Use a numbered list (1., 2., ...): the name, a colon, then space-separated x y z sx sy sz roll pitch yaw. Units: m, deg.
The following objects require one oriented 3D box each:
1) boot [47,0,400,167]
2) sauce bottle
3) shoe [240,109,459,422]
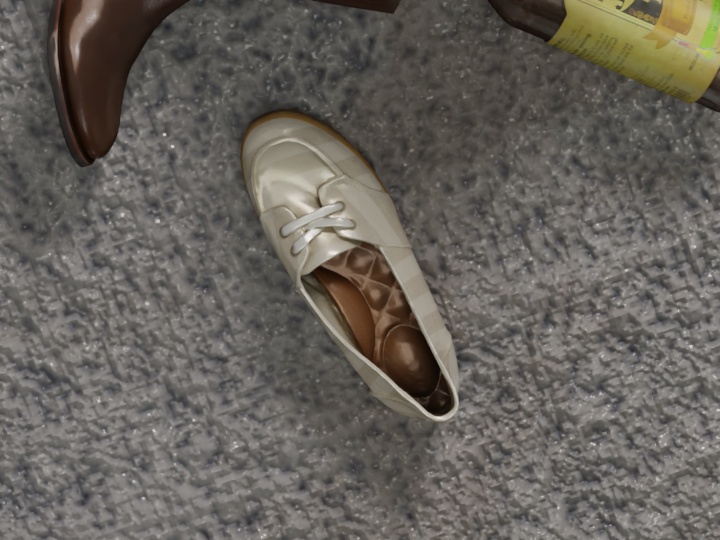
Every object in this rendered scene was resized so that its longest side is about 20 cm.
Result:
1. boot: -0.059 -0.141 1.279 0.199 0.064 0.188 3 105 6
2. sauce bottle: 0.117 -0.147 1.314 0.199 0.065 0.065 21 104 -10
3. shoe: 0.000 0.000 1.354 0.070 0.053 0.201 -31 108 4
